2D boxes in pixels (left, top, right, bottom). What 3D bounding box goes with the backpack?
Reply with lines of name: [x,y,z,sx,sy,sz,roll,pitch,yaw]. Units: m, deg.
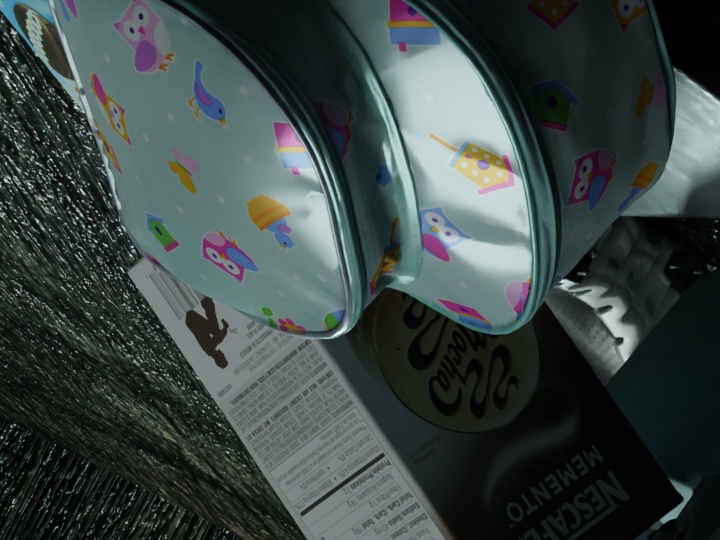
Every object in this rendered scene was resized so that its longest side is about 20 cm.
backpack: [0.001,-0.068,0.984,0.199,0.153,0.176,17,138,32]

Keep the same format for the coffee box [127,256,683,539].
coffee box: [0.018,0.046,1.137,0.200,0.113,0.080,55,138,4]

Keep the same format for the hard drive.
hard drive: [0.102,-0.066,1.104,0.139,0.033,0.200,34,167,-24]

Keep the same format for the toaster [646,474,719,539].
toaster: [0.141,0.164,1.086,0.129,0.114,0.200,39,165,7]

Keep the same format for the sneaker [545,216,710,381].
sneaker: [0.100,0.000,1.317,0.090,0.067,0.200,21,163,42]

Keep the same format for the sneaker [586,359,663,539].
sneaker: [0.085,0.063,1.364,0.200,0.070,0.082,58,-161,19]

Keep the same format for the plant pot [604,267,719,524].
plant pot: [0.195,0.074,1.193,0.141,0.141,0.200,49,164,-26]

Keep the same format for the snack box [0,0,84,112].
snack box: [-0.086,-0.077,1.395,0.116,0.037,0.200,17,155,42]
